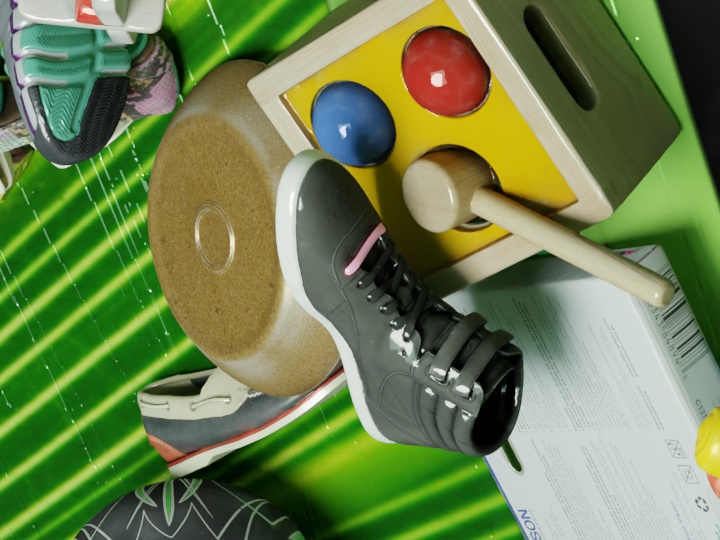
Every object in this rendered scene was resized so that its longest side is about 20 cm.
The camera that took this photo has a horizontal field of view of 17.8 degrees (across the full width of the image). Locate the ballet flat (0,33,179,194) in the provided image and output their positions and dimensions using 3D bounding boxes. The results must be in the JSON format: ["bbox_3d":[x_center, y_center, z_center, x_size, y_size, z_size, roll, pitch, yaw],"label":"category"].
[{"bbox_3d":[-0.203,-0.088,1.386,0.199,0.069,0.071,-16,125,7],"label":"ballet flat"}]

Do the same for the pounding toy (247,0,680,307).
[{"bbox_3d":[0.068,-0.065,1.218,0.184,0.142,0.200,-27,102,40],"label":"pounding toy"}]

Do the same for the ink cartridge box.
[{"bbox_3d":[0.137,0.084,1.321,0.200,0.043,0.197,-5,117,56],"label":"ink cartridge box"}]

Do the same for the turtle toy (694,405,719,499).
[{"bbox_3d":[0.238,0.107,1.204,0.145,0.201,0.101,24,160,0],"label":"turtle toy"}]

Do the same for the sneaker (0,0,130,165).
[{"bbox_3d":[-0.189,-0.153,1.345,0.087,0.074,0.201,-19,73,49],"label":"sneaker"}]

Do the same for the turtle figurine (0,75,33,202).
[{"bbox_3d":[-0.283,-0.109,1.459,0.161,0.064,0.201,28,114,1],"label":"turtle figurine"}]

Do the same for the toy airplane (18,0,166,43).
[{"bbox_3d":[-0.135,-0.221,1.212,0.141,0.199,0.200,27,131,2],"label":"toy airplane"}]

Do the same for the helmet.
[{"bbox_3d":[-0.109,0.227,1.473,0.199,0.200,0.192,-2,102,33],"label":"helmet"}]

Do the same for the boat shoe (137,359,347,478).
[{"bbox_3d":[-0.072,0.075,1.438,0.200,0.071,0.063,-28,89,49],"label":"boat shoe"}]

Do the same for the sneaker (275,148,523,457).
[{"bbox_3d":[0.028,0.019,1.197,0.099,0.071,0.201,11,138,38],"label":"sneaker"}]

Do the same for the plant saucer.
[{"bbox_3d":[-0.073,-0.022,1.345,0.200,0.035,0.201,19,114,50],"label":"plant saucer"}]
